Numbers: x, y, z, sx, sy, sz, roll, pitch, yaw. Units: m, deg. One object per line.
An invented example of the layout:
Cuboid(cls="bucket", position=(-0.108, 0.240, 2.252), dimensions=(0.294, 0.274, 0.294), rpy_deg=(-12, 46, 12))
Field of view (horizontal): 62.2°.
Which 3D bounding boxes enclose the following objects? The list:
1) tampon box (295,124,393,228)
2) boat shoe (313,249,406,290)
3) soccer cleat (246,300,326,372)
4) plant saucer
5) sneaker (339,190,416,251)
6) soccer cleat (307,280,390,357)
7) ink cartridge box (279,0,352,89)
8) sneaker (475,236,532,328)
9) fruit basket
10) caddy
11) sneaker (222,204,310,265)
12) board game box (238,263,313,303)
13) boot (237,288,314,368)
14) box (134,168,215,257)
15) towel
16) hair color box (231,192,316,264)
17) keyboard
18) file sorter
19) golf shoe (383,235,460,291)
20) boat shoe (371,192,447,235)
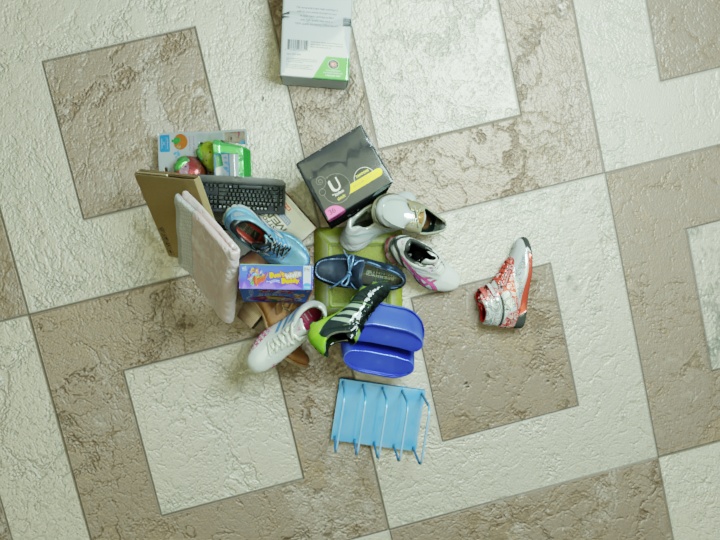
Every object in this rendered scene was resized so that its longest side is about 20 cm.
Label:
Cuboid(cls="tampon box", position=(-0.031, -0.182, 1.207), dimensions=(0.148, 0.200, 0.128), rpy_deg=(-31, 91, 0))
Cuboid(cls="boat shoe", position=(0.000, 0.000, 1.244), dimensions=(0.196, 0.069, 0.086), rpy_deg=(0, 94, -4))
Cuboid(cls="soccer cleat", position=(-0.150, 0.132, 1.215), dimensions=(0.200, 0.086, 0.070), rpy_deg=(-42, 100, -13))
Cuboid(cls="plant saucer", position=(-0.003, 0.007, 1.303), dimensions=(0.196, 0.048, 0.204), rpy_deg=(-1, 94, -4))
Cuboid(cls="sneaker", position=(0.046, -0.114, 1.260), dimensions=(0.199, 0.081, 0.071), rpy_deg=(-35, 73, -22))
Cuboid(cls="soccer cleat", position=(-0.012, 0.097, 1.182), dimensions=(0.199, 0.068, 0.081), rpy_deg=(-35, 56, -12))
Cuboid(cls="ink cartridge box", position=(-0.091, -0.494, 1.243), dimensions=(0.143, 0.084, 0.204), rpy_deg=(4, 94, -4))
Cuboid(cls="sneaker", position=(0.314, 0.026, 1.315), dimensions=(0.106, 0.067, 0.205), rpy_deg=(3, 96, -6))
Cuboid(cls="fruit basket", position=(-0.328, -0.199, 1.246), dimensions=(0.196, 0.094, 0.189), rpy_deg=(-1, 94, -1))
Cuboid(cls="caddy", position=(0.044, 0.143, 1.284), dimensions=(0.196, 0.106, 0.143), rpy_deg=(12, 119, -10))
Cuboid(cls="sneaker", position=(-0.188, -0.050, 1.192), dimensions=(0.198, 0.090, 0.079), rpy_deg=(30, 101, -22))
Cuboid(cls="board game box", position=(-0.165, 0.028, 1.159), dimensions=(0.132, 0.200, 0.046), rpy_deg=(2, 80, -9))
Cuboid(cls="boot", position=(-0.150, 0.100, 1.296), dimensions=(0.200, 0.077, 0.156), rpy_deg=(42, 87, 2))
Cuboid(cls="box", position=(-0.356, -0.104, 1.199), dimensions=(0.161, 0.021, 0.203), rpy_deg=(9, 130, 26))
Cuboid(cls="towel", position=(-0.296, -0.023, 1.143), dimensions=(0.032, 0.202, 0.191), rpy_deg=(-28, 61, -34))
Cuboid(cls="hair color box", position=(-0.201, -0.064, 1.278), dimensions=(0.200, 0.064, 0.111), rpy_deg=(-43, 96, 1))
Cuboid(cls="keyboard", position=(-0.252, -0.128, 1.210), dimensions=(0.196, 0.021, 0.129), rpy_deg=(2, 117, -7))
Cuboid(cls="file sorter", position=(0.043, 0.328, 1.292), dimensions=(0.196, 0.123, 0.141), rpy_deg=(9, 93, -4))
Cuboid(cls="golf shoe", position=(0.144, -0.008, 1.270), dimensions=(0.198, 0.092, 0.074), rpy_deg=(29, 80, -25))
Cuboid(cls="boat shoe", position=(0.105, -0.114, 1.232), dimensions=(0.198, 0.068, 0.076), rpy_deg=(5, 96, -48))
